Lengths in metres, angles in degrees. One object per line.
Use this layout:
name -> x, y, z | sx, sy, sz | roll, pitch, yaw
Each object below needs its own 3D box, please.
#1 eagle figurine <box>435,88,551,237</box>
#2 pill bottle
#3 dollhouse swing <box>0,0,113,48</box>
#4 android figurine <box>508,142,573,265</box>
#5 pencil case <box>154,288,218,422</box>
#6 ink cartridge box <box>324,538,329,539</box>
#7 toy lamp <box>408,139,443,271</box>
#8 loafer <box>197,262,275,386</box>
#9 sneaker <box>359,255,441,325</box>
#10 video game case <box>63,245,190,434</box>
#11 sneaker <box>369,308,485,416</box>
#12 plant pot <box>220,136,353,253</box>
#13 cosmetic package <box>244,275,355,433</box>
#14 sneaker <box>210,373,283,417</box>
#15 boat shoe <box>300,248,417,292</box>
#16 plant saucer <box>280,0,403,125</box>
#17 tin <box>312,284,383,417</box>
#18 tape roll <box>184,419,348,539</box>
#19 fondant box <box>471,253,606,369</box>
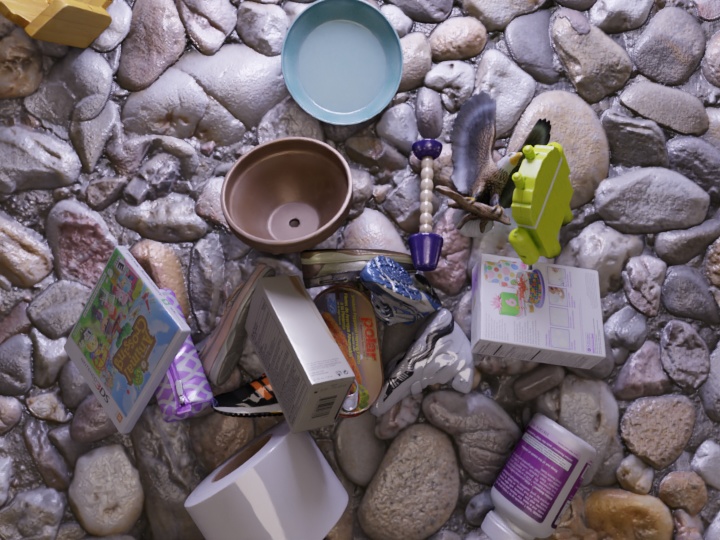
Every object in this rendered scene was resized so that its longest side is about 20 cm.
eagle figurine -> 0.213, -0.162, 0.985 | 0.152, 0.148, 0.203 | 50, 48, -40
pill bottle -> 0.272, 0.337, 0.971 | 0.111, 0.112, 0.202 | 32, 87, -3
dollhouse swing -> -0.457, -0.471, 0.915 | 0.200, 0.182, 0.176 | 46, 107, -1
android figurine -> 0.276, -0.106, 0.947 | 0.040, 0.200, 0.185 | 13, 71, 38
pencil case -> -0.287, 0.127, 0.931 | 0.082, 0.086, 0.203 | -25, 76, -2
ink cartridge box -> -0.101, 0.517, 0.975 | 0.159, 0.047, 0.201 | 39, 85, -3
toy lamp -> 0.102, -0.101, 0.973 | 0.057, 0.058, 0.205 | 2, 76, -4
loafer -> -0.200, 0.075, 0.968 | 0.062, 0.072, 0.204 | 25, 90, 18
sneaker -> 0.050, 0.045, 0.933 | 0.085, 0.199, 0.078 | -41, 57, 16
video game case -> -0.347, 0.101, 0.909 | 0.182, 0.022, 0.202 | 44, 110, 23
sneaker -> 0.107, 0.170, 0.981 | 0.114, 0.075, 0.201 | 39, 89, -3
plant pot -> -0.105, -0.097, 0.944 | 0.195, 0.093, 0.205 | -3, 57, 4
cosmetic package -> -0.091, 0.112, 0.878 | 0.070, 0.107, 0.202 | -4, 45, -33
sneaker -> -0.134, 0.179, 0.976 | 0.195, 0.070, 0.092 | -3, 74, -4
boat shoe -> 0.000, 0.000, 0.971 | 0.195, 0.073, 0.067 | 1, 96, -18
plant saucer -> -0.029, -0.331, 1.000 | 0.194, 0.036, 0.206 | 0, 90, -3
tin -> -0.024, 0.123, 0.957 | 0.109, 0.042, 0.205 | -3, 65, -5
tape roll -> -0.134, 0.329, 0.900 | 0.201, 0.203, 0.141 | -34, 92, -4
fondant box -> 0.275, 0.064, 0.977 | 0.195, 0.059, 0.147 | 9, 63, -5
